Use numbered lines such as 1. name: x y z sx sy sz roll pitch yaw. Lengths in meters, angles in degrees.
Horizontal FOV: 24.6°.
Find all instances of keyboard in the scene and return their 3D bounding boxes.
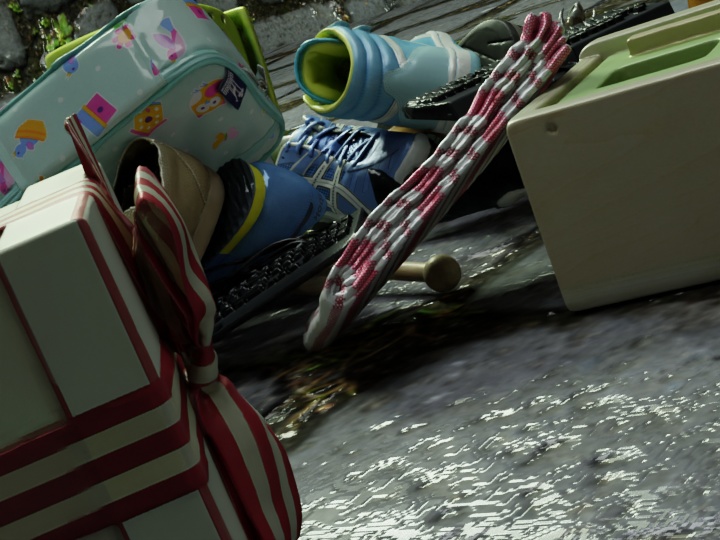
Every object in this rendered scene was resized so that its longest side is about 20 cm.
1. keyboard: -0.085 0.016 0.984 0.199 0.040 0.104 -33 6 11
2. keyboard: 0.130 -0.141 1.092 0.199 0.021 0.127 -28 20 -28

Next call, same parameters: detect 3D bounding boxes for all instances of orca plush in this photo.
1. orca plush: 0.090 -0.094 1.106 0.199 0.071 0.106 -15 48 26

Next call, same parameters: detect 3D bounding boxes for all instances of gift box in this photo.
1. gift box: -0.137 0.056 0.648 0.186 0.185 0.200 -23 18 -1

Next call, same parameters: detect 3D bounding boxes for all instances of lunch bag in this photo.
1. lunch bag: -0.146 -0.078 1.071 0.200 0.077 0.160 -37 -28 4

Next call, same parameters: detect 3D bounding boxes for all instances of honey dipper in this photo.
1. honey dipper: 0.000 0.000 1.042 0.038 0.038 0.200 -28 17 -31

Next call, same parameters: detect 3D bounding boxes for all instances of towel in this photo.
1. towel: 0.035 -0.043 0.903 0.200 0.030 0.146 -49 -4 -14

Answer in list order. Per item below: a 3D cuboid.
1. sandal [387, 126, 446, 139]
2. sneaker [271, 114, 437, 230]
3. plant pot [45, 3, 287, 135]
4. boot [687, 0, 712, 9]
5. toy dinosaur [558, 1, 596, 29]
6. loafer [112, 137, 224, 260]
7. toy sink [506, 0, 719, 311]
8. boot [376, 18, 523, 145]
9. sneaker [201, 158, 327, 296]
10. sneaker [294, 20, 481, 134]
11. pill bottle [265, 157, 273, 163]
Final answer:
1. sandal: 0.023 -0.091 1.349 0.199 0.055 0.082 -14 14 32
2. sneaker: -0.019 -0.076 1.251 0.200 0.077 0.076 -9 44 53
3. plant pot: -0.201 -0.185 1.847 0.198 0.201 0.181 -14 6 30
4. boot: 0.242 -0.175 1.131 0.070 0.145 0.201 -17 13 22
5. toy dinosaur: 0.120 -0.099 1.211 0.200 0.077 0.102 -50 0 15
6. loafer: -0.137 0.003 0.962 0.076 0.067 0.201 -22 40 31
7. toy sink: 0.179 -0.076 0.869 0.130 0.113 0.200 -14 14 30
8. boot: 0.120 -0.145 1.413 0.153 0.074 0.203 -7 -21 -38
9. sneaker: -0.099 0.005 1.077 0.078 0.066 0.200 16 -46 -42
10. sneaker: 0.008 -0.151 1.246 0.130 0.080 0.200 8 5 -12
11. pill bottle: -0.151 -0.020 1.195 0.199 0.113 0.112 -21 11 5
